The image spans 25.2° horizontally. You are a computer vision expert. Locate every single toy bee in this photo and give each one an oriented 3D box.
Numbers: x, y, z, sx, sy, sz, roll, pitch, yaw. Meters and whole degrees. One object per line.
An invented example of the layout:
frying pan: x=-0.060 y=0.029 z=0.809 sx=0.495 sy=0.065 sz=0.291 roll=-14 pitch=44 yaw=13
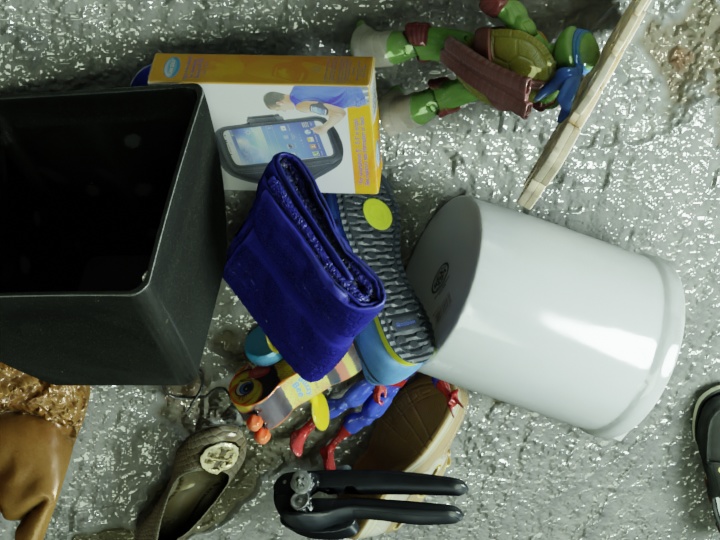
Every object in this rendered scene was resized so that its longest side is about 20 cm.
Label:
toy bee: x=-0.071 y=0.108 z=1.451 sx=0.200 sy=0.109 sz=0.131 roll=-40 pitch=124 yaw=19

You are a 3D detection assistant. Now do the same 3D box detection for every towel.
towel: x=-0.055 y=0.006 z=1.315 sx=0.050 sy=0.148 sz=0.200 roll=-28 pitch=168 yaw=-23

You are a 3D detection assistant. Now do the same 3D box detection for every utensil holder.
utensil holder: x=0.152 y=0.038 z=1.405 sx=0.200 sy=0.170 sz=0.170 roll=19 pitch=120 yaw=-18

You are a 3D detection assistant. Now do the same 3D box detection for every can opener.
can opener: x=0.007 y=0.211 z=1.504 sx=0.200 sy=0.063 sz=0.079 roll=-9 pitch=155 yaw=26

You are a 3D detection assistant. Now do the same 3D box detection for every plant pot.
plant pot: x=-0.205 y=-0.012 z=1.274 sx=0.200 sy=0.200 sz=0.177 roll=-2 pitch=144 yaw=18

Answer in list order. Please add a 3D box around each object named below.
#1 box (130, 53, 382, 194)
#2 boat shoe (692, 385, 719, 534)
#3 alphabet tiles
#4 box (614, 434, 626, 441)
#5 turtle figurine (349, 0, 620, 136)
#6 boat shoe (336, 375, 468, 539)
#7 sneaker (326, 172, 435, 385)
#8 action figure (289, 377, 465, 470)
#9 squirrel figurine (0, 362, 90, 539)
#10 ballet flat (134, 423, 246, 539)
box: x=-0.085 y=-0.117 z=1.293 sx=0.200 sy=0.042 sz=0.119 roll=0 pitch=137 yaw=6
boat shoe: x=0.382 y=0.200 z=1.624 sx=0.074 sy=0.063 sz=0.202 roll=-14 pitch=125 yaw=4
alphabet tiles: x=0.182 y=-0.142 z=1.261 sx=0.015 sy=0.200 sz=0.196 roll=30 pitch=158 yaw=1
box: x=0.178 y=0.106 z=1.534 sx=0.200 sy=0.039 sz=0.041 roll=24 pitch=119 yaw=-25
turtle figurine: x=0.104 y=-0.188 z=1.288 sx=0.194 sy=0.200 sz=0.144 roll=-10 pitch=158 yaw=25
boat shoe: x=0.050 y=0.179 z=1.553 sx=0.069 sy=0.074 sz=0.200 roll=10 pitch=125 yaw=-40
sneaker: x=0.000 y=0.000 z=1.357 sx=0.066 sy=0.200 sz=0.078 roll=-5 pitch=162 yaw=-37
action figure: x=0.021 y=0.125 z=1.489 sx=0.065 sy=0.099 sz=0.200 roll=30 pitch=113 yaw=-29
squirrel figurine: x=-0.347 y=0.135 z=1.429 sx=0.186 sy=0.142 sz=0.200 roll=19 pitch=107 yaw=-10
ballet flat: x=-0.163 y=0.216 z=1.533 sx=0.067 sy=0.046 sz=0.200 roll=17 pitch=131 yaw=-26
